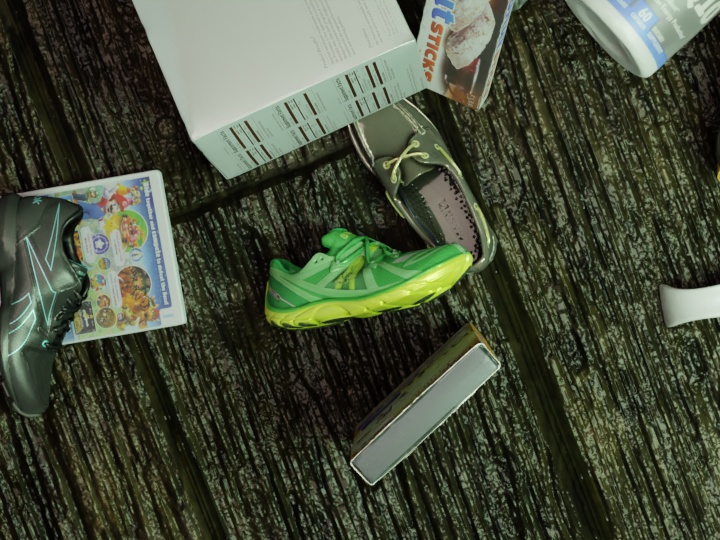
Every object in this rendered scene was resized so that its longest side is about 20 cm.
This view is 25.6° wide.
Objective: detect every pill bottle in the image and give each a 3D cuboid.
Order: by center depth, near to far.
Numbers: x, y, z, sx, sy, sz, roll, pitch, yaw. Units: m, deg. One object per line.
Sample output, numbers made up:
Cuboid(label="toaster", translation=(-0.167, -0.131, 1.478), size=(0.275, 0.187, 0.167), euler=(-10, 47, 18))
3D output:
Cuboid(label="pill bottle", translation=(0.283, -0.274, 1.377), size=(0.200, 0.114, 0.114), euler=(-43, 91, 3))

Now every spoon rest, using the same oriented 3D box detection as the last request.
Cuboid(label="spoon rest", translation=(0.372, 0.017, 1.416), size=(0.199, 0.061, 0.100), euler=(-11, 93, 3))

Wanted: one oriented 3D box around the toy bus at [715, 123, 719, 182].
Cuboid(label="toy bus", translation=(0.385, -0.183, 1.368), size=(0.135, 0.200, 0.193), euler=(4, 62, -11))

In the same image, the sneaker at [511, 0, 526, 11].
Cuboid(label="sneaker", translation=(0.128, -0.315, 1.350), size=(0.084, 0.074, 0.200), euler=(24, 121, 24))

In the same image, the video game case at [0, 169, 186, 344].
Cuboid(label="video game case", translation=(-0.269, -0.005, 1.450), size=(0.199, 0.018, 0.144), euler=(-9, 92, 2))

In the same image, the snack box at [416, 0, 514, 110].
Cuboid(label="snack box", translation=(0.092, -0.227, 1.355), size=(0.072, 0.200, 0.024), euler=(26, 51, 11))

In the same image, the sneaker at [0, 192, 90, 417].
Cuboid(label="sneaker", translation=(-0.282, 0.031, 1.406), size=(0.079, 0.075, 0.201), euler=(-2, 93, -1))

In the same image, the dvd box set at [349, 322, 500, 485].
Cuboid(label="dvd box set", translation=(0.054, 0.109, 1.358), size=(0.146, 0.200, 0.029), euler=(-43, 91, 2))

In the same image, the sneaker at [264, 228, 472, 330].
Cuboid(label="sneaker", translation=(0.000, 0.000, 1.397), size=(0.199, 0.074, 0.084), euler=(-12, 83, 22))

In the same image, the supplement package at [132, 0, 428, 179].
Cuboid(label="supplement package", translation=(-0.074, -0.215, 1.354), size=(0.200, 0.147, 0.192), euler=(-24, 78, 2))

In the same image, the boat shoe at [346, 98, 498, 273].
Cuboid(label="boat shoe", translation=(0.054, -0.084, 1.417), size=(0.072, 0.060, 0.202), euler=(-35, 92, 4))
